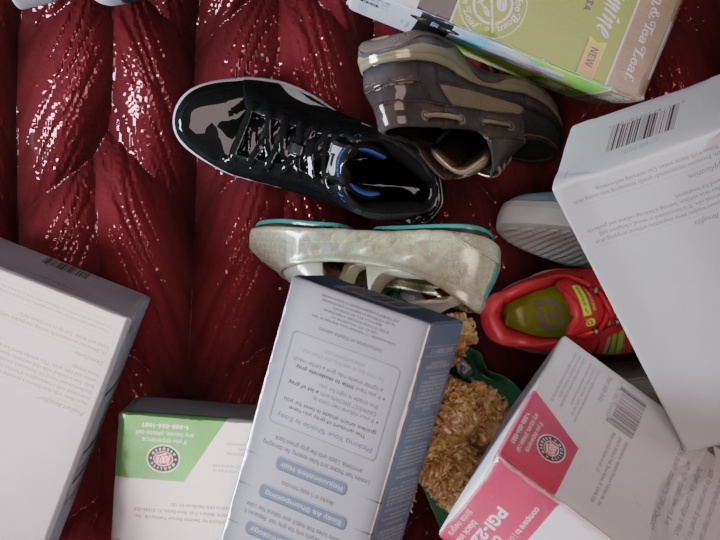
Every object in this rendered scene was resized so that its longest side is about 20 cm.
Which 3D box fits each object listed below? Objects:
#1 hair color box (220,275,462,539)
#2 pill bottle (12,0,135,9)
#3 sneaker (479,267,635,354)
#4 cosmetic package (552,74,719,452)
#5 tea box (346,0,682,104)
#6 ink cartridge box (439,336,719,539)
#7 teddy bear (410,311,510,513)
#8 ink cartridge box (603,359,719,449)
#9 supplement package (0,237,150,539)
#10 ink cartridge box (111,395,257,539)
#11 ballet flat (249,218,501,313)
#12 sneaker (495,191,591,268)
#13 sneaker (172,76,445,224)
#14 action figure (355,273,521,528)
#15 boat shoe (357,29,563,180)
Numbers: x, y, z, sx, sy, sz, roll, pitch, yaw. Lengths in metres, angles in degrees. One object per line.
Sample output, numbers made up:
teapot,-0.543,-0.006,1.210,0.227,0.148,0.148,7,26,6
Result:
hair color box,-0.015,0.113,1.033,0.098,0.061,0.202,18,96,22
pill bottle,-0.144,-0.243,1.097,0.198,0.120,0.121,-15,96,1
sneaker,0.170,0.028,1.102,0.199,0.085,0.078,-12,84,33
cosmetic package,0.208,-0.001,0.976,0.112,0.081,0.201,-17,115,28
tea box,0.102,-0.202,1.062,0.195,0.200,0.135,20,95,-2
ink cartridge box,0.166,0.157,1.002,0.199,0.146,0.085,35,126,4
teddy bear,0.043,0.097,1.094,0.145,0.067,0.200,-38,80,-14
ink cartridge box,0.239,0.130,1.114,0.198,0.083,0.147,-9,96,30
supplement package,-0.239,0.096,1.130,0.120,0.120,0.202,22,95,-4
ink cartridge box,-0.100,0.197,1.157,0.144,0.088,0.202,4,93,0
ballet flat,0.000,0.000,1.107,0.198,0.067,0.063,1,72,34
sneaker,0.195,-0.049,1.153,0.198,0.074,0.083,3,67,4
sneaker,-0.033,-0.085,1.117,0.198,0.112,0.074,16,94,-2
action figure,0.049,0.082,1.166,0.118,0.055,0.201,-37,91,6
boat shoe,0.066,-0.094,1.090,0.074,0.199,0.074,-9,72,40
